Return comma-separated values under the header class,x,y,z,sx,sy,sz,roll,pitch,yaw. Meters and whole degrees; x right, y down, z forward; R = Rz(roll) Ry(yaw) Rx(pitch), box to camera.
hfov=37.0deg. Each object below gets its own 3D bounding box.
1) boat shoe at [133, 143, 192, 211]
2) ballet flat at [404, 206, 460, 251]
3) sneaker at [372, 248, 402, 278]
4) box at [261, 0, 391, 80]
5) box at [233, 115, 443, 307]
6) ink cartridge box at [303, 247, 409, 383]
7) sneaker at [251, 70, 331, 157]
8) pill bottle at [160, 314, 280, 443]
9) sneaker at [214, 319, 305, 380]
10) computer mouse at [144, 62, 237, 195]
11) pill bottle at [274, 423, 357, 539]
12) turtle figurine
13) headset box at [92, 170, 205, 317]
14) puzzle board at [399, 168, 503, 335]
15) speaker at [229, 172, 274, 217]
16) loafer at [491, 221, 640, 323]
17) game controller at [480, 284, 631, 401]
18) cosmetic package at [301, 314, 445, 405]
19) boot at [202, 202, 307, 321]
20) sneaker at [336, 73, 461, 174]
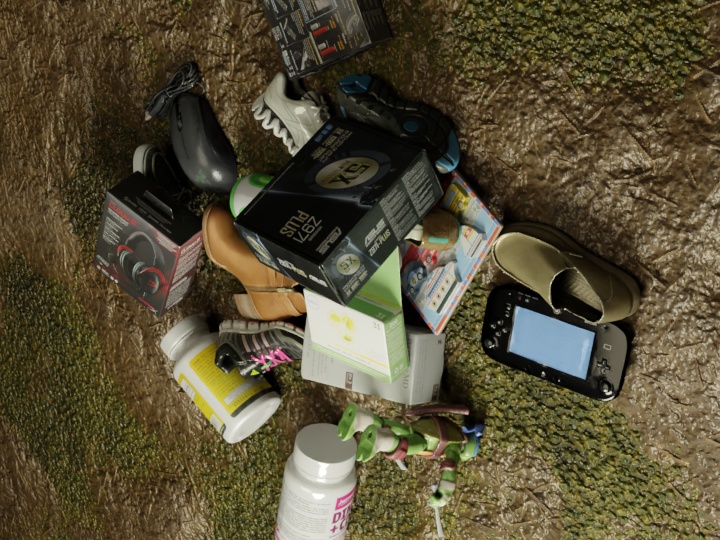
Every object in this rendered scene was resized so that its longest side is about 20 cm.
class,x,y,z,sx,sy,sz,roll,pitch,yaw
boat shoe,-0.297,-0.109,1.712,0.071,0.072,0.200,0,119,33
ballet flat,0.042,-0.071,1.393,0.200,0.072,0.068,32,123,45
sneaker,0.000,0.000,1.488,0.200,0.075,0.089,16,132,56
box,-0.061,-0.368,1.398,0.158,0.050,0.200,-15,98,43
box,-0.027,-0.077,1.329,0.164,0.200,0.086,27,157,39
ink cartridge box,-0.010,0.036,1.406,0.145,0.048,0.200,21,133,37
sneaker,-0.064,-0.191,1.468,0.200,0.075,0.081,45,123,16
pill bottle,-0.231,0.170,1.737,0.200,0.111,0.111,47,132,14
sneaker,-0.146,0.128,1.640,0.200,0.088,0.074,2,152,34
computer mouse,-0.260,-0.201,1.641,0.138,0.053,0.200,-32,86,43
pill bottle,-0.067,0.344,1.669,0.113,0.113,0.200,29,125,29
turtle figurine,0.060,0.264,1.463,0.200,0.194,0.144,-45,38,36
headset box,-0.327,-0.046,1.673,0.149,0.075,0.200,37,137,10
puzzle board,0.097,-0.036,1.401,0.151,0.017,0.200,55,136,31
speaker,-0.095,-0.087,1.515,0.200,0.088,0.089,15,118,43
loafer,0.236,0.002,1.289,0.200,0.067,0.076,25,123,31
game controller,0.241,0.088,1.341,0.200,0.042,0.105,19,120,33
cosmetic package,0.016,0.119,1.512,0.200,0.074,0.102,8,95,39
boot,-0.147,-0.015,1.606,0.155,0.077,0.200,-7,105,43
sneaker,0.049,-0.176,1.385,0.200,0.073,0.082,40,146,28
